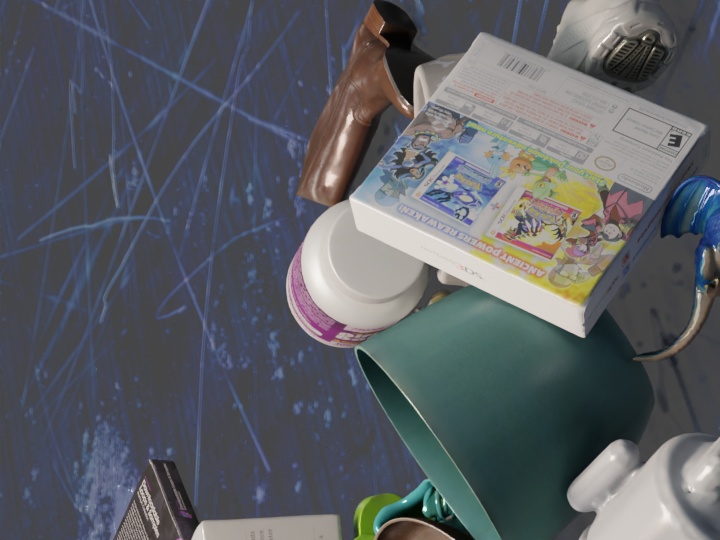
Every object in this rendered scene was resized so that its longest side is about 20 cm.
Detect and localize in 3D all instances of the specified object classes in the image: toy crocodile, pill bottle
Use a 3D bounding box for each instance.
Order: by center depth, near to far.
[{"bbox_3d":[0.000,0.000,1.702,0.200,0.111,0.113,127,144,-78],"label":"pill bottle"},{"bbox_3d":[0.020,0.293,1.727,0.068,0.061,0.202,112,152,-67],"label":"toy crocodile"}]

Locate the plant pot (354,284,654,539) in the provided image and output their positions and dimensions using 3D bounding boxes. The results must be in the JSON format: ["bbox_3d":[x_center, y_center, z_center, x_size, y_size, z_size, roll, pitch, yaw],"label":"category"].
[{"bbox_3d":[0.117,0.094,1.457,0.201,0.160,0.201,55,172,11],"label":"plant pot"}]

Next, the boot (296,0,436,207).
[{"bbox_3d":[0.004,-0.121,1.825,0.201,0.064,0.187,-61,24,28],"label":"boot"}]

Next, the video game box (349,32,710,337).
[{"bbox_3d":[0.123,-0.066,1.434,0.199,0.182,0.047,26,151,26],"label":"video game box"}]

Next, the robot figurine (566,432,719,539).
[{"bbox_3d":[0.218,0.190,1.349,0.170,0.113,0.200,45,130,12],"label":"robot figurine"}]

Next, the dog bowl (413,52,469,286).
[{"bbox_3d":[0.082,-0.080,1.599,0.200,0.058,0.202,174,90,-88],"label":"dog bowl"}]

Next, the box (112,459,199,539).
[{"bbox_3d":[-0.230,0.327,2.169,0.201,0.036,0.143,-65,36,31],"label":"box"}]

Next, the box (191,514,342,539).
[{"bbox_3d":[-0.085,0.340,1.770,0.200,0.130,0.201,116,151,-66],"label":"box"}]

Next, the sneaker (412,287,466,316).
[{"bbox_3d":[0.072,0.052,1.620,0.201,0.073,0.116,95,164,-52],"label":"sneaker"}]

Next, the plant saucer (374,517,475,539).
[{"bbox_3d":[0.084,0.278,1.569,0.200,0.032,0.201,35,140,35],"label":"plant saucer"}]

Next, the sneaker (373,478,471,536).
[{"bbox_3d":[0.091,0.189,1.592,0.200,0.079,0.078,-32,57,41],"label":"sneaker"}]

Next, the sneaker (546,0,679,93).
[{"bbox_3d":[0.174,-0.158,1.547,0.200,0.077,0.100,-46,35,40],"label":"sneaker"}]

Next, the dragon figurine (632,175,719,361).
[{"bbox_3d":[0.251,-0.028,1.387,0.201,0.058,0.100,-58,37,31],"label":"dragon figurine"}]
